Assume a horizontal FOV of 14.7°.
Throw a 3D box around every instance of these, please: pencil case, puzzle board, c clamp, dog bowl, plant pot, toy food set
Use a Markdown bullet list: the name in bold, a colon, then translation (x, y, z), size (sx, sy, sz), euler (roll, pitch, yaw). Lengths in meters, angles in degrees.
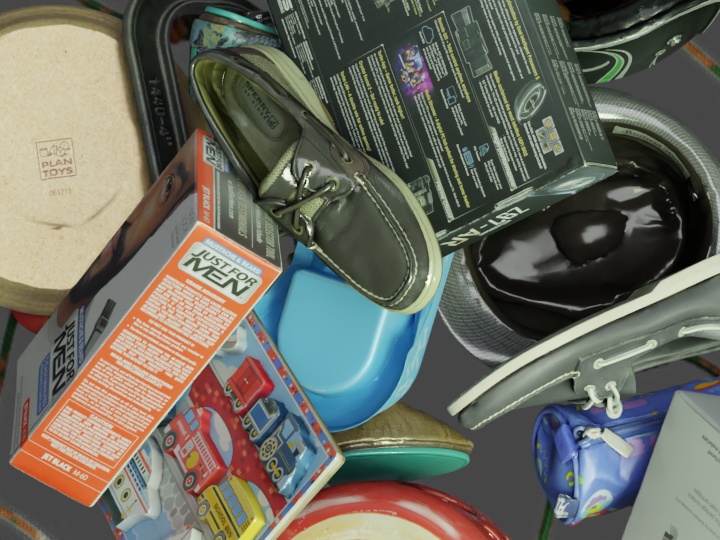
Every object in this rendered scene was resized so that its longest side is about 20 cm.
- **pencil case**: translation (0.206, 0.105, 1.748), size (0.199, 0.087, 0.078), euler (-10, 67, -11)
- **puzzle board**: translation (-0.095, 0.107, 1.634), size (0.017, 0.200, 0.151), euler (33, 104, -36)
- **c clamp**: translation (-0.070, -0.089, 1.733), size (0.171, 0.027, 0.201), euler (-12, 83, -39)
- **dog bowl**: translation (0.000, 0.000, 1.683), size (0.111, 0.050, 0.201), euler (17, 91, 23)
- **plant pot**: translation (0.009, 0.221, 1.635), size (0.200, 0.182, 0.201), euler (-1, 82, 9)
- **toy food set**: translation (-0.190, -0.064, 1.722), size (0.200, 0.049, 0.198), euler (-24, 88, -12)

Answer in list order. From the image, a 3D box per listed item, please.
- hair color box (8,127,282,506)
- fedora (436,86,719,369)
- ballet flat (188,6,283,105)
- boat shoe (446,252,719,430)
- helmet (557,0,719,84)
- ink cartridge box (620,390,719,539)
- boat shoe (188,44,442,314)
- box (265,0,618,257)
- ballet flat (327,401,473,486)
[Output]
- **hair color box**: translation (-0.127, 0.028, 1.640), size (0.064, 0.111, 0.200), euler (31, 115, -21)
- **fedora**: translation (0.132, -0.020, 1.746), size (0.200, 0.090, 0.177), euler (-25, 87, -4)
- **ballet flat**: translation (-0.024, -0.109, 1.724), size (0.200, 0.074, 0.075), euler (12, 81, -32)
- **boat shoe**: translation (0.149, 0.055, 1.662), size (0.200, 0.073, 0.063), euler (-27, 88, -8)
- **helmet**: translation (0.137, -0.206, 1.718), size (0.199, 0.191, 0.201), euler (1, 95, 6)
- **ink cartridge box**: translation (0.244, 0.197, 1.663), size (0.145, 0.145, 0.201), euler (8, 110, -29)
- **boat shoe**: translation (-0.033, -0.052, 1.591), size (0.072, 0.066, 0.201), euler (-51, 62, 27)
- **box**: translation (0.041, -0.117, 1.613), size (0.160, 0.043, 0.201), euler (-27, 75, 28)
- **ballet flat**: translation (-0.033, 0.105, 1.729), size (0.199, 0.068, 0.073), euler (-12, 67, -6)
